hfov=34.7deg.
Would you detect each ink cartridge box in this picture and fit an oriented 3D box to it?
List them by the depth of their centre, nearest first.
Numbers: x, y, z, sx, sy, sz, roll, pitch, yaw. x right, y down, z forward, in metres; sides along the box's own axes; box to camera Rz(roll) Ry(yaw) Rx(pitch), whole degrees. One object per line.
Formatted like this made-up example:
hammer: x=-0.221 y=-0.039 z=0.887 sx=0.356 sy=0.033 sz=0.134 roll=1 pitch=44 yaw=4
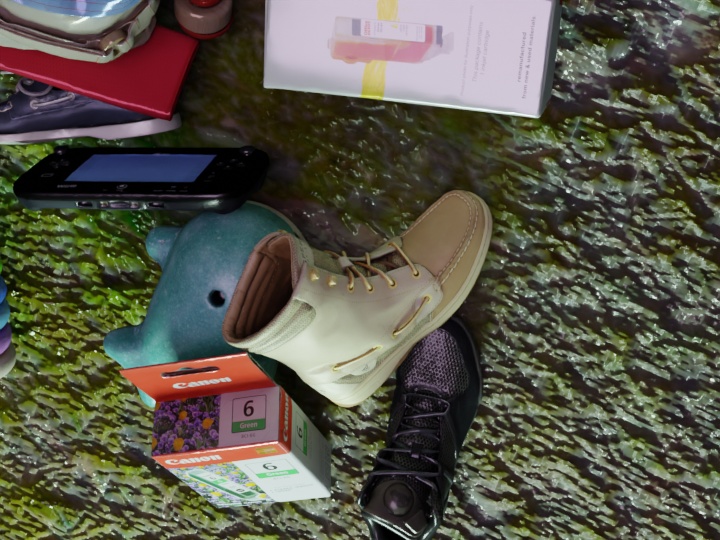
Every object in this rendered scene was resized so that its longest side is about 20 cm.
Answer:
ink cartridge box: x=0.042 y=-0.168 z=0.836 sx=0.197 sy=0.145 sz=0.085 roll=8 pitch=105 yaw=11
ink cartridge box: x=-0.102 y=0.131 z=0.910 sx=0.107 sy=0.200 sz=0.051 roll=-9 pitch=60 yaw=14

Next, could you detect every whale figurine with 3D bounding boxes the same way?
whale figurine: x=-0.128 y=0.034 z=0.934 sx=0.199 sy=0.104 sz=0.160 roll=-36 pitch=93 yaw=14

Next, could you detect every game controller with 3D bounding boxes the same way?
game controller: x=-0.174 y=-0.074 z=0.923 sx=0.197 sy=0.104 sz=0.043 roll=1 pitch=107 yaw=11

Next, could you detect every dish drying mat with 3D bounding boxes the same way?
dish drying mat: x=-0.231 y=-0.178 z=0.902 sx=0.197 sy=0.018 sz=0.078 roll=17 pitch=74 yaw=1

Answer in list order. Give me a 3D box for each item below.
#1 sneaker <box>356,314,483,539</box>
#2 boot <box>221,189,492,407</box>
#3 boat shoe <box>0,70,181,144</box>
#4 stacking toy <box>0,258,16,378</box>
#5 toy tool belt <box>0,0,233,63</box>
sneaker: x=0.049 y=0.137 z=0.915 sx=0.075 sy=0.114 sz=0.203 roll=15 pitch=102 yaw=7
boot: x=0.000 y=0.000 z=0.868 sx=0.200 sy=0.155 sz=0.073 roll=-49 pitch=48 yaw=8
boat shoe: x=-0.245 y=-0.137 z=0.941 sx=0.197 sy=0.075 sz=0.063 roll=-3 pitch=103 yaw=11
stacking toy: x=-0.333 y=-0.007 z=0.965 sx=0.084 sy=0.086 sz=0.203 roll=11 pitch=114 yaw=10
toy tool belt: x=-0.188 y=-0.224 z=0.847 sx=0.197 sy=0.123 sz=0.127 roll=-1 pitch=63 yaw=-11
